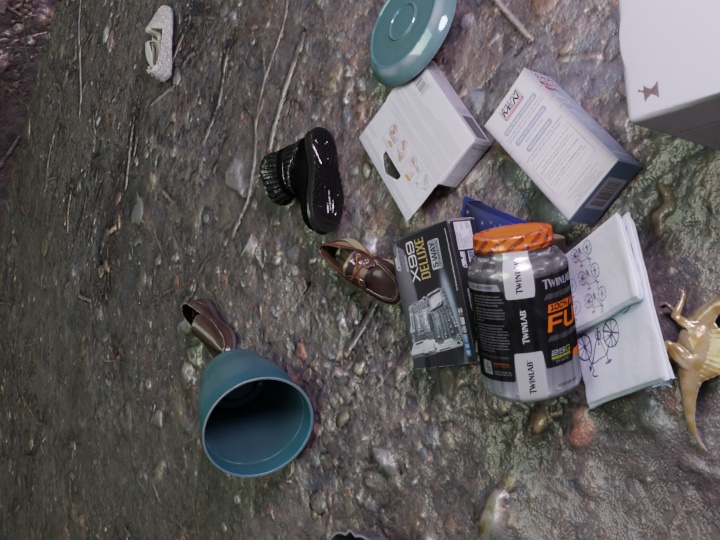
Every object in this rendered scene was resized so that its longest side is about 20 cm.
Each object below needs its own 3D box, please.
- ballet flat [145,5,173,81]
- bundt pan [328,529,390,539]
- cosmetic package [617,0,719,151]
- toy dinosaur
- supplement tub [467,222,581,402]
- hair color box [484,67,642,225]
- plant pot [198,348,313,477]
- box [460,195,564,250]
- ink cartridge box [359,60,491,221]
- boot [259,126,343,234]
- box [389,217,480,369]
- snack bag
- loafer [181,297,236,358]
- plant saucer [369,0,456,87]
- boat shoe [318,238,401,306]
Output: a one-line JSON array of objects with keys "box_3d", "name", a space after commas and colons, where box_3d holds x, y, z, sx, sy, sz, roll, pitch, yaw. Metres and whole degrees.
[{"box_3d": [-0.495, -0.565, 1.951, 0.072, 0.072, 0.200, -14, 76, 48], "name": "ballet flat"}, {"box_3d": [0.016, 0.505, 1.250, 0.202, 0.076, 0.202, -5, 84, 50], "name": "bundt pan"}, {"box_3d": [0.381, -0.227, 0.783, 0.165, 0.200, 0.165, -12, 79, 49], "name": "cosmetic package"}, {"box_3d": [0.363, 0.096, 0.888, 0.101, 0.058, 0.200, 21, 103, 47], "name": "toy dinosaur"}, {"box_3d": [0.198, 0.049, 0.972, 0.122, 0.122, 0.200, 3, 107, 50], "name": "supplement tub"}, {"box_3d": [0.257, -0.163, 1.032, 0.099, 0.061, 0.200, -56, 49, 30], "name": "hair color box"}, {"box_3d": [-0.210, 0.244, 1.465, 0.188, 0.200, 0.200, 43, 120, 60], "name": "plant pot"}, {"box_3d": [0.190, -0.020, 1.097, 0.200, 0.032, 0.121, 33, 125, 51], "name": "box"}, {"box_3d": [0.094, -0.203, 1.241, 0.174, 0.044, 0.200, -52, 51, 35], "name": "ink cartridge box"}, {"box_3d": [-0.111, -0.143, 1.448, 0.158, 0.079, 0.211, -23, 59, 39], "name": "boot"}, {"box_3d": [0.119, 0.037, 1.147, 0.158, 0.050, 0.200, -18, 81, 59], "name": "box"}, {"box_3d": [0.289, 0.057, 0.944, 0.189, 0.021, 0.200, 124, 139, -67], "name": "snack bag"}, {"box_3d": [-0.329, 0.132, 1.692, 0.200, 0.071, 0.073, 44, 119, 42], "name": "loafer"}, {"box_3d": [0.074, -0.389, 1.256, 0.200, 0.027, 0.200, -31, 49, 45], "name": "plant saucer"}, {"box_3d": [0.000, 0.000, 1.313, 0.200, 0.072, 0.072, 40, 116, 44], "name": "boat shoe"}]
